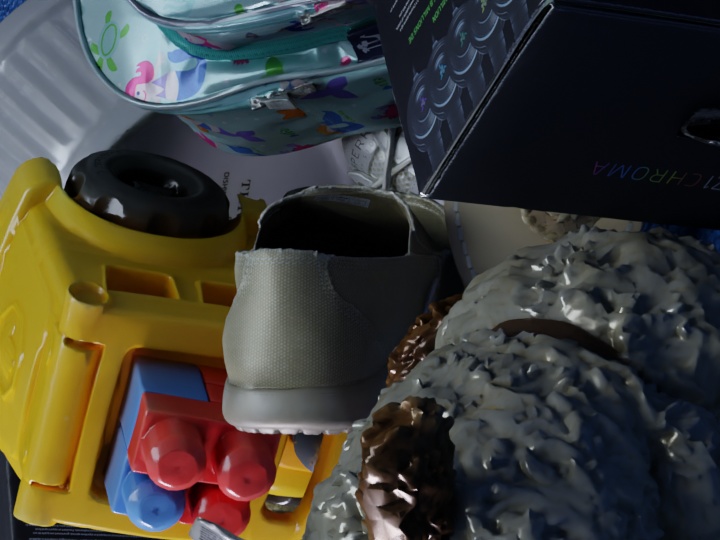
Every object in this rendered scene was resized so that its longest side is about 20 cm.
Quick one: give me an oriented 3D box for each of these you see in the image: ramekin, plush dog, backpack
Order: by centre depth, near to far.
[{"bbox_3d":[0.056,0.053,0.753,0.199,0.172,0.161,0,129,30],"label":"plush dog"},{"bbox_3d":[-0.026,-0.141,1.018,0.199,0.150,0.179,-15,71,32],"label":"backpack"},{"bbox_3d":[-0.088,-0.031,1.171,0.105,0.199,0.202,40,122,50],"label":"ramekin"}]

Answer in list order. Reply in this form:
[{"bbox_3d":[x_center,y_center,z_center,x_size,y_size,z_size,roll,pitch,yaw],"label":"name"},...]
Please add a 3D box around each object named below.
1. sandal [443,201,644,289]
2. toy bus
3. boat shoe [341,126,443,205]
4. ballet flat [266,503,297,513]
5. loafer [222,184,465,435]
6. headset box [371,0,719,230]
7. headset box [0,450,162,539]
[{"bbox_3d":[0.079,-0.082,0.899,0.070,0.077,0.213,87,-162,-79],"label":"sandal"},{"bbox_3d":[-0.049,0.051,1.032,0.192,0.198,0.137,-124,46,-62],"label":"toy bus"},{"bbox_3d":[0.023,-0.049,1.070,0.071,0.069,0.201,-62,34,35],"label":"boat shoe"},{"bbox_3d":[-0.052,0.166,1.213,0.071,0.070,0.201,-111,35,-44],"label":"ballet flat"},{"bbox_3d":[0.000,0.000,0.927,0.200,0.075,0.069,-57,-32,-70],"label":"loafer"},{"bbox_3d":[0.093,-0.108,0.804,0.093,0.173,0.201,124,144,-45],"label":"headset box"},{"bbox_3d":[-0.173,0.201,1.404,0.174,0.092,0.202,134,135,-54],"label":"headset box"}]
